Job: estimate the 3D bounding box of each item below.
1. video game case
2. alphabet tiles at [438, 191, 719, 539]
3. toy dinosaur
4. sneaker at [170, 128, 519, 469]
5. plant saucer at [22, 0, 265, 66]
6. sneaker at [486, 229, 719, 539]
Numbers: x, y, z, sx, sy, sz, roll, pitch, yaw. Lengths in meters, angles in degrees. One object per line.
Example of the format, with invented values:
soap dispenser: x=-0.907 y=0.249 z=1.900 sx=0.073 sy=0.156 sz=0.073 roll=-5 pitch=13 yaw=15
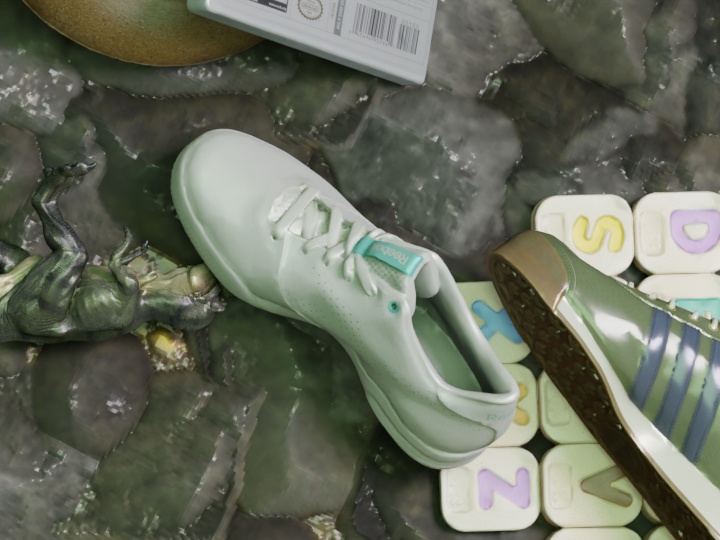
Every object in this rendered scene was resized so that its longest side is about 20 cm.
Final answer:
video game case: x=-0.008 y=-0.201 z=1.368 sx=0.143 sy=0.018 sz=0.201 roll=15 pitch=81 yaw=-42
alphabet tiles: x=0.133 y=0.062 z=1.401 sx=0.194 sy=0.015 sz=0.201 roll=-1 pitch=84 yaw=-7
toy dinosaur: x=-0.155 y=-0.001 z=1.359 sx=0.199 sy=0.047 sz=0.089 roll=-11 pitch=93 yaw=-4
sneaker: x=0.000 y=0.000 z=1.346 sx=0.200 sy=0.089 sz=0.075 roll=43 pitch=64 yaw=1
plant saucer: x=-0.087 y=-0.197 z=1.362 sx=0.199 sy=0.035 sz=0.202 roll=0 pitch=89 yaw=-22
sneaker: x=0.151 y=0.049 z=1.369 sx=0.090 sy=0.067 sz=0.201 roll=-37 pitch=90 yaw=-16
